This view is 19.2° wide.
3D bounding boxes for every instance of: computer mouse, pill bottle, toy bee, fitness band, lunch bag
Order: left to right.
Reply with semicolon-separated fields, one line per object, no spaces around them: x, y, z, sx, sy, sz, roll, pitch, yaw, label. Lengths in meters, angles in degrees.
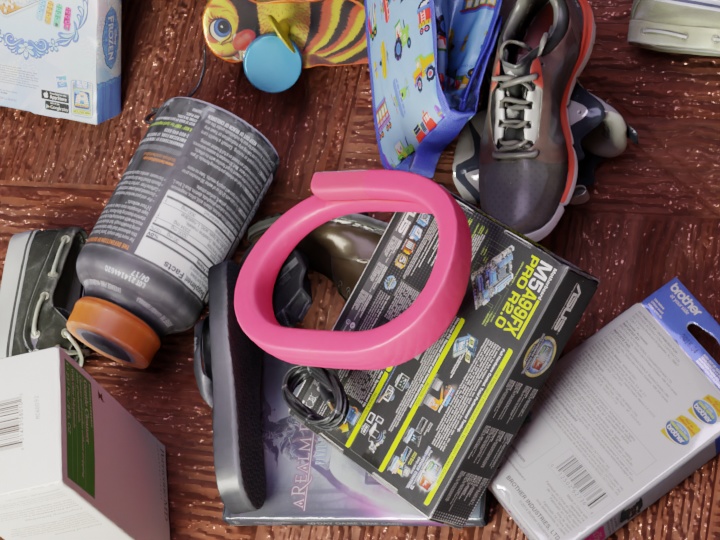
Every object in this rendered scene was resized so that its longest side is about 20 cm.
-0.151;-0.026;1.650;0.106;0.106;0.200;19;71;26;pill bottle
-0.082;-0.194;1.700;0.200;0.109;0.131;-21;18;-17;toy bee
-0.043;0.046;1.549;0.059;0.034;0.200;-39;43;16;computer mouse
-0.005;0.000;1.500;0.200;0.037;0.144;2;66;42;fitness band
0.053;-0.167;1.609;0.094;0.151;0.200;12;71;-15;lunch bag

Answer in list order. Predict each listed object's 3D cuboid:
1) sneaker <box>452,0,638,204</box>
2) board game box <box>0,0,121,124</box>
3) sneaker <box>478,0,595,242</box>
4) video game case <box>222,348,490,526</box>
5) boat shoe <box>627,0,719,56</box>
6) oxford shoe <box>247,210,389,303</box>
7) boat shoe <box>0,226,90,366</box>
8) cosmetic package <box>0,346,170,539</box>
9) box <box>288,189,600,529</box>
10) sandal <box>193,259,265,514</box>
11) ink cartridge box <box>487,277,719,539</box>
0.157;-0.137;1.620;0.129;0.080;0.199;11;68;22;sneaker
-0.292;-0.236;1.770;0.200;0.199;0.043;13;24;23;board game box
0.114;-0.119;1.540;0.077;0.082;0.200;2;76;28;sneaker
0.002;0.119;1.576;0.200;0.019;0.143;-2;63;17;video game case
0.296;-0.178;1.610;0.200;0.072;0.062;17;95;29;boat shoe
0.000;0.000;1.608;0.200;0.073;0.085;8;75;25;oxford shoe
-0.246;0.052;1.662;0.064;0.071;0.200;-9;60;16;boat shoe
-0.211;0.145;1.527;0.085;0.200;0.108;-13;63;14;cosmetic package
0.055;0.056;1.503;0.160;0.044;0.200;32;97;40;box
-0.103;0.082;1.576;0.043;0.076;0.200;-11;61;15;sandal
0.180;0.107;1.502;0.200;0.042;0.119;-37;61;-5;ink cartridge box
